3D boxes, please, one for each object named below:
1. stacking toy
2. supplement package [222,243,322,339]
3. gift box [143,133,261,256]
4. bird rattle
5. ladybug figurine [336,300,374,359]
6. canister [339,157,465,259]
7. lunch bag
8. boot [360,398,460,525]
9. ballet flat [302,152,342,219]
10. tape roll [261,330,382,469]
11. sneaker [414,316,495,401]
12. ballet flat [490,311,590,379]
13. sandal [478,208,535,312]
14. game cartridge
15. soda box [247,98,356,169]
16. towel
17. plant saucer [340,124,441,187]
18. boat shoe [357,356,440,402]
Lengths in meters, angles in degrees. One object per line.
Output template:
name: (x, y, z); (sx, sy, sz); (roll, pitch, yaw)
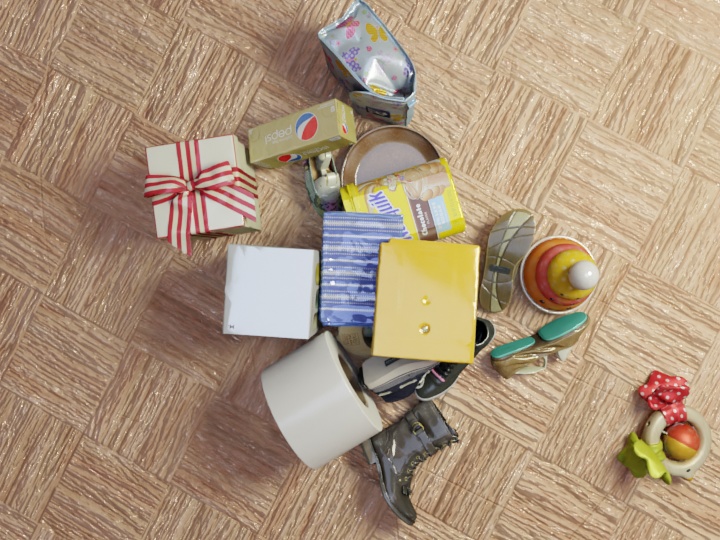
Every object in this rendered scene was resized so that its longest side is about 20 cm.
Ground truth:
stacking toy: (0.365, 0.007, 1.178); (0.144, 0.200, 0.148); (0, 89, 4)
supplement package: (-0.147, 0.035, 1.209); (0.148, 0.200, 0.154); (4, 90, 4)
gift box: (-0.273, -0.132, 1.225); (0.182, 0.187, 0.203); (-13, 88, 4)
bird rattle: (0.566, 0.296, 1.237); (0.162, 0.113, 0.202); (28, 78, -8)
ladybug figurine: (0.050, 0.094, 1.250); (0.197, 0.072, 0.137); (-12, 116, 0)
canister: (0.076, -0.108, 1.218); (0.197, 0.087, 0.150); (-17, 91, 2)
lunch bag: (0.023, -0.353, 1.216); (0.127, 0.170, 0.200); (-41, 88, 1)
boot: (0.108, 0.350, 1.254); (0.173, 0.069, 0.202); (-29, 81, 3)
ballet flat: (-0.072, -0.194, 1.266); (0.068, 0.071, 0.203); (-13, 87, -29)
tape roll: (-0.068, 0.230, 1.202); (0.138, 0.203, 0.204); (-31, 88, 3)
sneaker: (0.166, 0.155, 1.232); (0.200, 0.099, 0.071); (-45, 69, -1)
ballet flat: (0.340, 0.147, 1.253); (0.198, 0.068, 0.073); (-26, 108, 3)
sandal: (0.269, -0.021, 1.263); (0.079, 0.054, 0.203); (15, 105, 9)
game cartridge: (0.111, 0.051, 1.145); (0.174, 0.032, 0.203); (5, 84, -2)
soda box: (-0.109, -0.244, 1.221); (0.198, 0.064, 0.069); (-11, 81, 28)
towel: (0.000, 0.000, 1.175); (0.143, 0.024, 0.203); (3, 100, 0)
plant saucer: (0.062, -0.172, 1.280); (0.197, 0.037, 0.204); (0, 90, 4)
boat shoe: (0.099, 0.173, 1.225); (0.198, 0.093, 0.075); (-25, 45, 19)
